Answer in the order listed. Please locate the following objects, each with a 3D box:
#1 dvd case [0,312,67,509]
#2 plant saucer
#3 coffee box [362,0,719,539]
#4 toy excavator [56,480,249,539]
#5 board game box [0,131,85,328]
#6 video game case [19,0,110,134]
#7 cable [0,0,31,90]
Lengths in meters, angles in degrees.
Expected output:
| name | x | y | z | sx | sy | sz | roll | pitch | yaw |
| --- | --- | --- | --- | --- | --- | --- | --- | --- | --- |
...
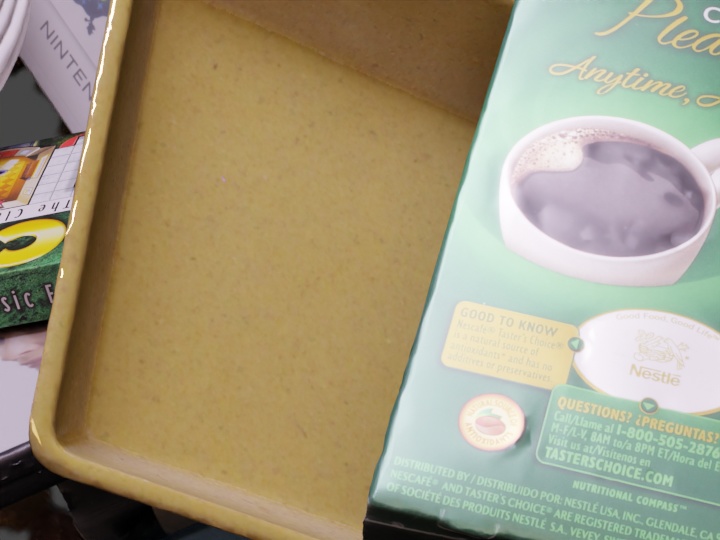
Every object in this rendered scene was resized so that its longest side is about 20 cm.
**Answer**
| name | x | y | z | sx | sy | sz | roll | pitch | yaw |
| --- | --- | --- | --- | --- | --- | --- | --- | --- | --- |
| dvd case | -0.136 | 0.028 | 0.804 | 0.142 | 0.018 | 0.200 | -24 | 26 | -14 |
| plant saucer | 0.000 | 0.000 | 0.741 | 0.199 | 0.048 | 0.201 | 22 | 60 | -25 |
| coffee box | 0.082 | 0.002 | 0.704 | 0.122 | 0.044 | 0.201 | 12 | 58 | 7 |
| toy excavator | -0.013 | 0.116 | 0.789 | 0.100 | 0.194 | 0.201 | -24 | 92 | 11 |
| board game box | -0.125 | -0.010 | 0.829 | 0.199 | 0.024 | 0.105 | -11 | 28 | 11 |
| video game case | -0.034 | -0.100 | 0.869 | 0.024 | 0.200 | 0.182 | -16 | 67 | -54 |
| cable | -0.209 | -0.090 | 0.867 | 0.199 | 0.069 | 0.200 | -29 | 49 | -15 |
